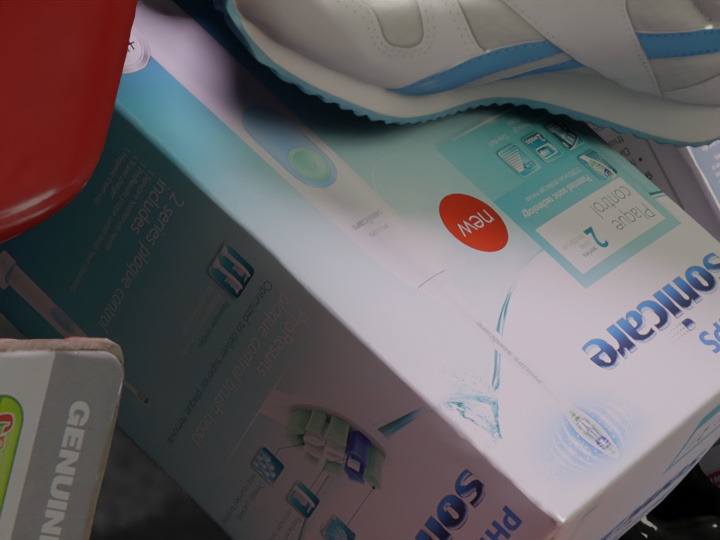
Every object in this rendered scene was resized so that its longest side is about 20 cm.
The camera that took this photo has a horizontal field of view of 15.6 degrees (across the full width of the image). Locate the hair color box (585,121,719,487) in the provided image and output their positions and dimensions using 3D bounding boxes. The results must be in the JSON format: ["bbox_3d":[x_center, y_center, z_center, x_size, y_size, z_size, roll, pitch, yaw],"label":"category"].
[{"bbox_3d":[0.099,-0.003,0.889,0.061,0.099,0.201,-26,88,-52],"label":"hair color box"}]

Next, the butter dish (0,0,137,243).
[{"bbox_3d":[-0.149,-0.040,0.614,0.199,0.199,0.149,-17,113,-47],"label":"butter dish"}]

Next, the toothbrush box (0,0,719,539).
[{"bbox_3d":[0.000,0.000,0.732,0.200,0.085,0.146,44,38,13],"label":"toothbrush box"}]

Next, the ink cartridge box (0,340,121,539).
[{"bbox_3d":[-0.153,0.090,0.486,0.175,0.084,0.201,4,107,-46],"label":"ink cartridge box"}]

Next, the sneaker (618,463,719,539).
[{"bbox_3d":[0.060,0.023,0.840,0.066,0.090,0.201,-31,92,-51],"label":"sneaker"}]

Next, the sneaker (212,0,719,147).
[{"bbox_3d":[0.042,-0.088,0.710,0.199,0.081,0.077,1,48,-37],"label":"sneaker"}]
